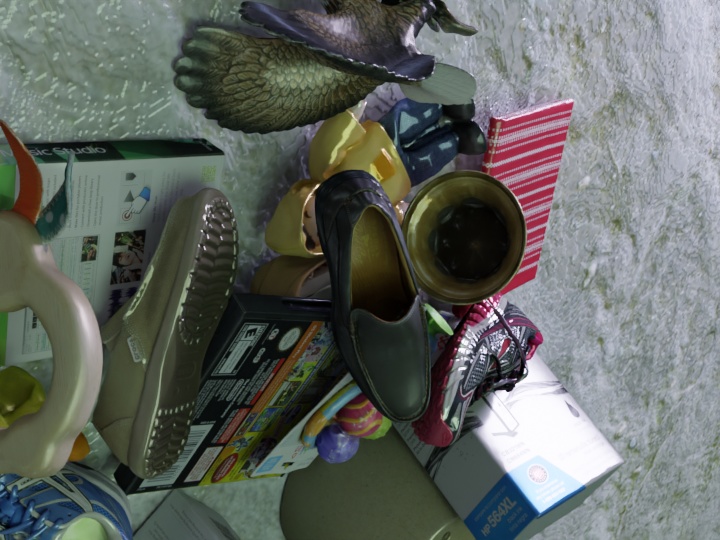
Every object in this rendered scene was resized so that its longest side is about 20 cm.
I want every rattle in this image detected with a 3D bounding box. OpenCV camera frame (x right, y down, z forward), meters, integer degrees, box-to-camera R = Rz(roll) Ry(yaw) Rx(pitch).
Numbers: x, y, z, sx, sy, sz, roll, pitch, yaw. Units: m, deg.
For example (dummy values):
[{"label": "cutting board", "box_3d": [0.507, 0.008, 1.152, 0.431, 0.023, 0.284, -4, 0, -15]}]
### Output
[{"label": "rattle", "box_3d": [-0.190, 0.022, 0.621, 0.142, 0.128, 0.204, 13, 80, -57]}]

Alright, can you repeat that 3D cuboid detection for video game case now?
[{"label": "video game case", "box_3d": [-0.082, 0.102, 0.803, 0.179, 0.026, 0.201, 6, 127, -49]}]

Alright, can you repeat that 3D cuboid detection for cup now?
[{"label": "cup", "box_3d": [0.041, 0.240, 0.968, 0.198, 0.143, 0.203, -23, 130, -31]}]

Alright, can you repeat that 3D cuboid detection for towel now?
[{"label": "towel", "box_3d": [0.145, -0.061, 0.950, 0.144, 0.022, 0.203, -23, 129, -47]}]

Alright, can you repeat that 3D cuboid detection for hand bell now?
[{"label": "hand bell", "box_3d": [0.114, -0.016, 0.858, 0.105, 0.103, 0.200, -60, 159, 5]}]

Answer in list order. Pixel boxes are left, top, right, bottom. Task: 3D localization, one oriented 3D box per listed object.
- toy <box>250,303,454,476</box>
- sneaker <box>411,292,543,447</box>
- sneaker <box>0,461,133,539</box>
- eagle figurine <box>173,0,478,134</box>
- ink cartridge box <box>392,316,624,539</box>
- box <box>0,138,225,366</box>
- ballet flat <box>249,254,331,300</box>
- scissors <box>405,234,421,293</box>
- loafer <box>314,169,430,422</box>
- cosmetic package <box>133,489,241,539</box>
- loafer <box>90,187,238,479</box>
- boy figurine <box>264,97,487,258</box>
[{"label": "toy", "box_3d": [0.006, 0.115, 0.838, 0.201, 0.047, 0.115, -50, 158, 10]}, {"label": "sneaker", "box_3d": [0.105, 0.083, 0.846, 0.200, 0.074, 0.081, -49, 172, -51]}, {"label": "sneaker", "box_3d": [-0.235, 0.156, 0.691, 0.199, 0.077, 0.076, 34, 91, -34]}, {"label": "eagle figurine", "box_3d": [-0.014, -0.160, 0.686, 0.200, 0.150, 0.153, -42, 151, -30]}, {"label": "ink cartridge box", "box_3d": [0.126, 0.144, 0.928, 0.145, 0.201, 0.085, -16, 149, -42]}, {"label": "box", "box_3d": [-0.192, -0.014, 0.672, 0.198, 0.036, 0.147, -9, 120, -41]}, {"label": "ballet flat", "box_3d": [0.000, 0.000, 0.839, 0.198, 0.063, 0.070, -25, 128, -31]}, {"label": "scissors", "box_3d": [0.077, -0.024, 0.889, 0.199, 0.014, 0.074, -30, 128, -55]}, {"label": "loafer", "box_3d": [0.013, 0.030, 0.730, 0.072, 0.072, 0.203, -21, 109, -8]}, {"label": "cosmetic package", "box_3d": [-0.176, 0.302, 0.826, 0.200, 0.112, 0.081, -48, 137, -7]}, {"label": "loafer", "box_3d": [-0.140, 0.038, 0.677, 0.076, 0.067, 0.204, 21, 85, -72]}, {"label": "boy figurine", "box_3d": [0.005, -0.082, 0.787, 0.199, 0.064, 0.126, -34, 122, -22]}]
